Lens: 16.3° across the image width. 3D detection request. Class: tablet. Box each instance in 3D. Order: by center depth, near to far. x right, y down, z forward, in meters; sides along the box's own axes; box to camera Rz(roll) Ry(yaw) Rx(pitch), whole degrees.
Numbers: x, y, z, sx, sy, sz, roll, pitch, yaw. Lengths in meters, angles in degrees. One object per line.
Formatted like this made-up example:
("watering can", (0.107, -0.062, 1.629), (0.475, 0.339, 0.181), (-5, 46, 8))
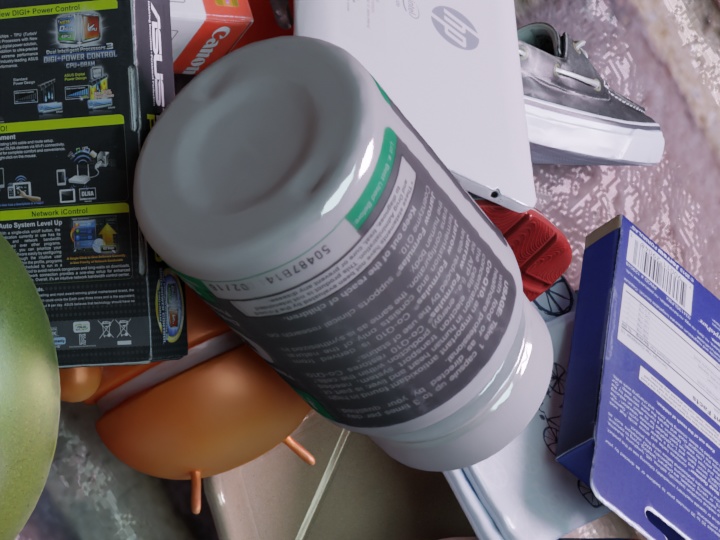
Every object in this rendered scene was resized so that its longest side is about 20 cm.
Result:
("tablet", (0.025, -0.121, 1.206), (0.130, 0.014, 0.200), (22, 42, -24))

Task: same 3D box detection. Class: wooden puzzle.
("wooden puzzle", (0.010, 0.140, 1.273), (0.200, 0.037, 0.185), (-29, 115, -36))

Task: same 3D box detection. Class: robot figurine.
("robot figurine", (-0.090, 0.010, 1.160), (0.116, 0.144, 0.200), (-25, 85, 1))

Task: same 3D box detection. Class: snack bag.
("snack bag", (0.074, 0.037, 1.268), (0.188, 0.021, 0.200), (-18, 74, -53))

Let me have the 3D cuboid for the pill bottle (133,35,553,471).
("pill bottle", (0.000, 0.000, 1.067), (0.200, 0.113, 0.113), (48, 62, -46))

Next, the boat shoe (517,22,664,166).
("boat shoe", (0.095, -0.095, 1.310), (0.200, 0.072, 0.071), (9, 83, -50))

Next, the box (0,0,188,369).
("box", (-0.177, -0.035, 1.081), (0.044, 0.200, 0.161), (0, 86, -73))

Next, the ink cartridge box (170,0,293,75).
("ink cartridge box", (-0.102, -0.150, 1.187), (0.200, 0.050, 0.109), (1, 59, -34))

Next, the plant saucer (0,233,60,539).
("plant saucer", (-0.224, 0.052, 1.052), (0.031, 0.200, 0.200), (-11, 96, -77))

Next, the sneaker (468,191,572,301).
("sneaker", (0.017, -0.051, 1.208), (0.200, 0.078, 0.116), (23, 33, -49))

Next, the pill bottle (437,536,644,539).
("pill bottle", (0.076, 0.187, 1.237), (0.200, 0.112, 0.112), (5, 85, -43))

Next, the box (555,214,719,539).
("box", (0.155, 0.077, 1.282), (0.121, 0.032, 0.200), (40, 37, -23))
